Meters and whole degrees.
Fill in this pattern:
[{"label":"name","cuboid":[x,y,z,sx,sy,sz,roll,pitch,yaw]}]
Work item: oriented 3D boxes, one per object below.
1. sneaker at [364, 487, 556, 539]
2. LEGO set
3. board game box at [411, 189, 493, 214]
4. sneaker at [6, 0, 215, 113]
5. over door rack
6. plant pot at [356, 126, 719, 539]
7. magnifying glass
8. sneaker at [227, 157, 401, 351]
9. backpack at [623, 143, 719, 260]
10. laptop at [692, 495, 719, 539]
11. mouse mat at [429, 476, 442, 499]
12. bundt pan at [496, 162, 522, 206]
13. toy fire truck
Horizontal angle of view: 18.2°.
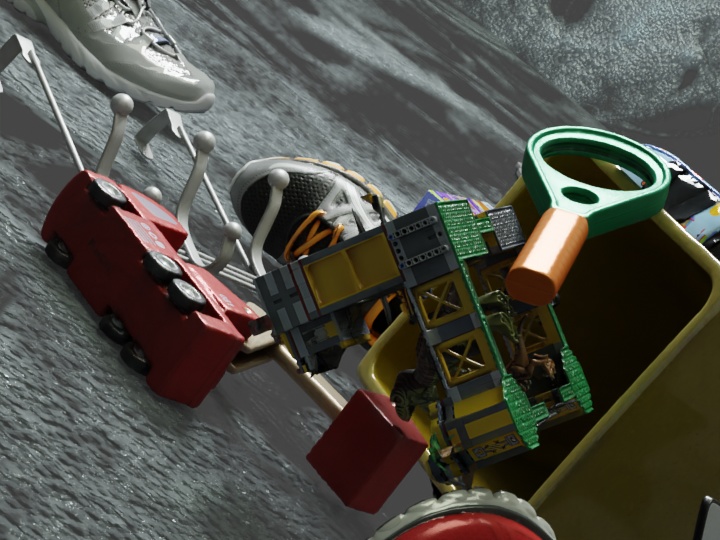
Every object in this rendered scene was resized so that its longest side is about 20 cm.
[{"label":"sneaker","cuboid":[0.082,0.165,1.036,0.200,0.077,0.085,26,25,-34]},{"label":"LEGO set","cuboid":[0.026,0.040,1.103,0.154,0.116,0.200,66,17,-5]},{"label":"board game box","cuboid":[0.136,0.019,1.770,0.200,0.045,0.134,41,13,19]},{"label":"sneaker","cuboid":[-0.176,-0.185,1.572,0.200,0.082,0.075,39,13,9]},{"label":"over door rack","cuboid":[-0.121,-0.070,1.343,0.148,0.067,0.200,25,17,-46]},{"label":"plant pot","cuboid":[0.157,0.077,1.284,0.200,0.196,0.194,35,10,-36]},{"label":"magnifying glass","cuboid":[0.110,-0.030,1.151,0.080,0.022,0.200,18,26,10]},{"label":"sneaker","cuboid":[0.000,0.000,1.408,0.200,0.078,0.077,36,21,3]},{"label":"backpack","cuboid":[0.187,0.024,1.534,0.135,0.200,0.183,21,19,-50]},{"label":"laptop","cuboid":[0.231,0.233,1.069,0.116,0.200,0.187,5,-17,38]},{"label":"mouse mat","cuboid":[0.103,0.148,1.301,0.161,0.008,0.200,35,12,-9]},{"label":"bundt pan","cuboid":[0.194,-0.003,1.937,0.202,0.076,0.202,34,12,-9]},{"label":"toy fire truck","cuboid":[-0.067,0.034,1.149,0.141,0.049,0.200,23,19,-46]}]
